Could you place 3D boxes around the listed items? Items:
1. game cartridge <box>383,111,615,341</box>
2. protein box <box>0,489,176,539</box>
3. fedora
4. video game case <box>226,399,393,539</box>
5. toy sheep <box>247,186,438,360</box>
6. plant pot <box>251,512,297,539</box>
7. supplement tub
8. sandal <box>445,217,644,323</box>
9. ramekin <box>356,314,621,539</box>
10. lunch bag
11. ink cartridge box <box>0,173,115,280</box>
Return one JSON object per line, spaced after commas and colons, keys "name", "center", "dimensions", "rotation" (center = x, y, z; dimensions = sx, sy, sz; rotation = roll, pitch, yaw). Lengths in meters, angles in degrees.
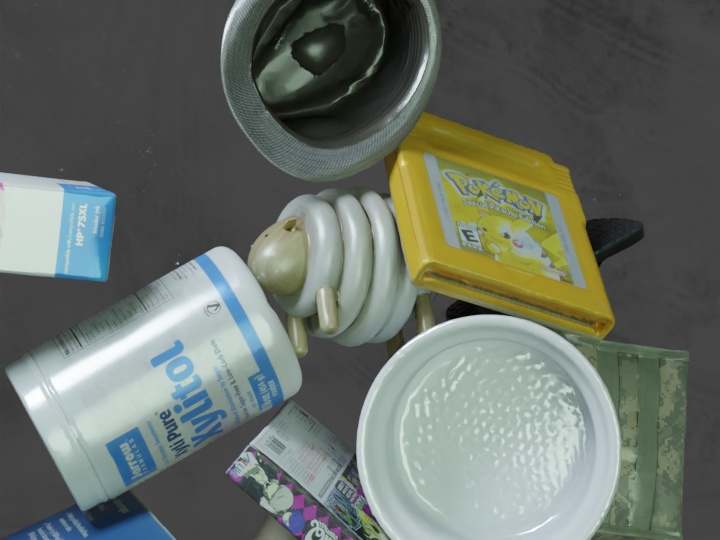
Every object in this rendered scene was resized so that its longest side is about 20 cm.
{"name": "game cartridge", "center": [0.105, -0.042, 1.759], "dimensions": [0.175, 0.201, 0.033], "rotation": [17, 128, -24]}
{"name": "protein box", "center": [-0.224, 0.281, 1.677], "dimensions": [0.199, 0.198, 0.136], "rotation": [-24, 105, -14]}
{"name": "fedora", "center": [-0.033, -0.168, 1.750], "dimensions": [0.177, 0.090, 0.200], "rotation": [46, 75, -18]}
{"name": "video game case", "center": [-0.012, 0.185, 1.715], "dimensions": [0.181, 0.200, 0.036], "rotation": [42, 99, 0]}
{"name": "toy sheep", "center": [0.000, 0.000, 1.760], "dimensions": [0.199, 0.138, 0.139], "rotation": [7, 94, -33]}
{"name": "plant pot", "center": [-0.049, 0.302, 1.762], "dimensions": [0.187, 0.187, 0.200], "rotation": [37, 98, -18]}
{"name": "supplement tub", "center": [-0.157, 0.082, 1.711], "dimensions": [0.199, 0.132, 0.133], "rotation": [-30, 104, -10]}
{"name": "sandal", "center": [0.153, 0.012, 1.828], "dimensions": [0.199, 0.075, 0.045], "rotation": [-31, 114, -27]}
{"name": "ramekin", "center": [0.100, 0.133, 1.702], "dimensions": [0.199, 0.098, 0.202], "rotation": [0, 91, 6]}
{"name": "lunch bag", "center": [0.160, 0.136, 1.819], "dimensions": [0.198, 0.118, 0.166], "rotation": [9, 75, -18]}
{"name": "ink cartridge box", "center": [-0.293, -0.039, 1.657], "dimensions": [0.198, 0.116, 0.068], "rotation": [6, 95, -19]}
